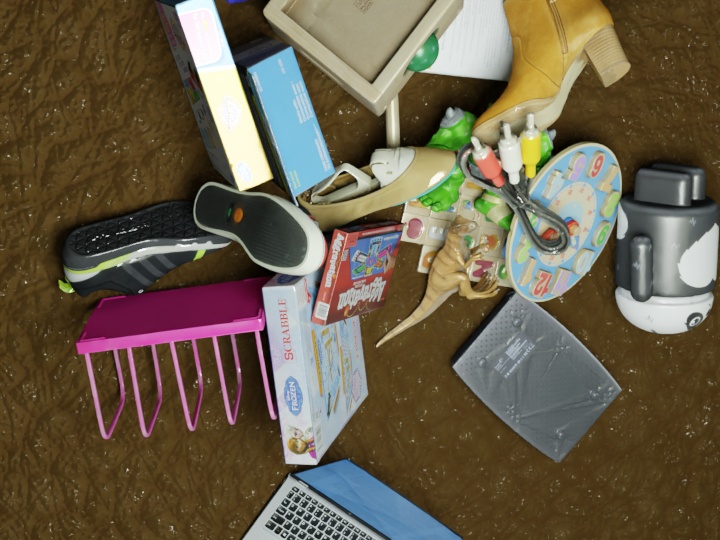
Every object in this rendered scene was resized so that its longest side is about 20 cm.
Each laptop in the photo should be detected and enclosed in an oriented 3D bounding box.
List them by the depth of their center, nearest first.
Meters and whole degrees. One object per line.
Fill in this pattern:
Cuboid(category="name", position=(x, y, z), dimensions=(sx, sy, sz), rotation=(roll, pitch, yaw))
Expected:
Cuboid(category="laptop", position=(-0.019, 0.330, 1.708), dimensions=(0.186, 0.116, 0.201), rotation=(36, 92, -20))

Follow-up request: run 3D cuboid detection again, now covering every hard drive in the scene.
Cuboid(category="hard drive", position=(0.213, 0.128, 1.761), dimensions=(0.200, 0.042, 0.135), rotation=(41, 90, -21))

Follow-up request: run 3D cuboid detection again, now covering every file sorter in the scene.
Cuboid(category="file sorter", position=(-0.190, 0.099, 1.565), dimensions=(0.197, 0.139, 0.127), rotation=(-8, 108, 3))

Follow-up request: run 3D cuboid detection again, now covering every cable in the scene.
Cuboid(category="cable", position=(0.169, -0.081, 1.566), dimensions=(0.096, 0.051, 0.202), rotation=(-19, 124, 8))

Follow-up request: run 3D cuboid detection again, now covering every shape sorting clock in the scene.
Cuboid(category="shape sorting clock", position=(0.243, -0.055, 1.686), dimensions=(0.199, 0.039, 0.202), rotation=(-27, 135, -30))

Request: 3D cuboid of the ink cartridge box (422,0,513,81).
Cuboid(category="ink cartridge box", position=(0.157, -0.318, 1.636), dimensions=(0.197, 0.047, 0.201), rotation=(4, 101, -18))

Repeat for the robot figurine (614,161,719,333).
Cuboid(category="robot figurine", position=(0.370, -0.024, 1.723), dimensions=(0.148, 0.125, 0.203), rotation=(-4, 105, -15))

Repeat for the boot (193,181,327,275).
Cuboid(category="boot", position=(-0.069, -0.040, 1.539), dimensions=(0.143, 0.199, 0.073), rotation=(13, 99, -43))

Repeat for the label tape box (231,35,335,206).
Cuboid(category="label tape box", position=(-0.083, -0.162, 1.521), dimensions=(0.063, 0.200, 0.146), rotation=(-22, 109, -9))

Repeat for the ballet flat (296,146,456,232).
Cuboid(category="ballet flat", position=(0.012, -0.098, 1.589), dimensions=(0.198, 0.069, 0.063), rotation=(-24, 126, 29))

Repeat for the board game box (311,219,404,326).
Cuboid(category="board game box", position=(0.000, 0.000, 1.600), dimensions=(0.019, 0.200, 0.104), rotation=(18, 101, 17))

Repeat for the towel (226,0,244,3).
Cuboid(category="towel", position=(-0.058, -0.366, 1.480), dimensions=(0.197, 0.049, 0.150), rotation=(-9, 72, 20))

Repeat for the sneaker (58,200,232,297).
Cuboid(category="sneaker", position=(-0.240, -0.018, 1.598), dimensions=(0.197, 0.072, 0.084), rotation=(-10, 134, -14))

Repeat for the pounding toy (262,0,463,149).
Cuboid(category="pounding toy", position=(0.015, -0.256, 1.561), dimensions=(0.199, 0.142, 0.185), rotation=(39, 91, 4))

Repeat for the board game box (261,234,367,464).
Cuboid(category="board game box", position=(-0.047, 0.083, 1.600), dimensions=(0.041, 0.200, 0.203), rotation=(-1, 106, 18))

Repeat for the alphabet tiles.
Cuboid(category="alphabet tiles", position=(0.145, -0.070, 1.712), dimensions=(0.197, 0.006, 0.169), rotation=(9, 101, -18))

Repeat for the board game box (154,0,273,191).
Cuboid(category="board game box", position=(-0.157, -0.196, 1.518), dimensions=(0.040, 0.153, 0.202), rotation=(-21, 109, -10))

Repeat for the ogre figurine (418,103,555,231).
Cuboid(category="ogre figurine", position=(0.142, -0.122, 1.650), dimensions=(0.197, 0.098, 0.121), rotation=(18, 116, -4))

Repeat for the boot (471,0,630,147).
Cuboid(category="boot", position=(0.185, -0.236, 1.585), dimensions=(0.199, 0.071, 0.145), rotation=(-29, 66, 3))

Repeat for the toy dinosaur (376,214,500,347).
Cuboid(category="toy dinosaur", position=(0.102, 0.013, 1.694), dimensions=(0.105, 0.061, 0.202), rotation=(17, 122, -14))
